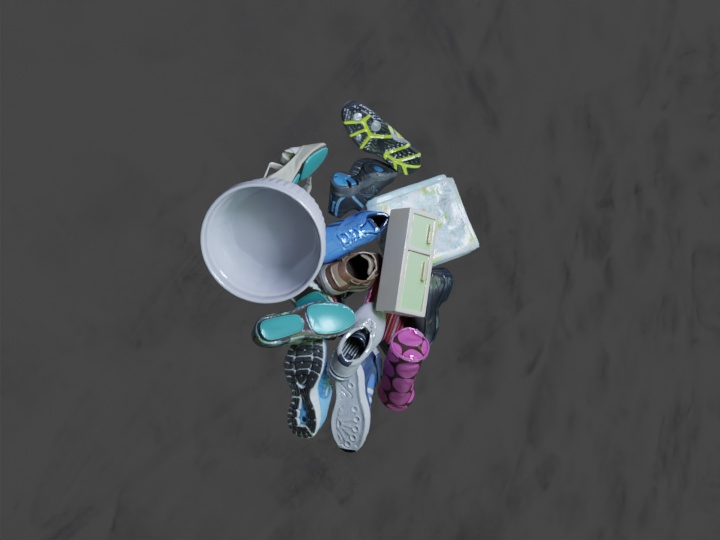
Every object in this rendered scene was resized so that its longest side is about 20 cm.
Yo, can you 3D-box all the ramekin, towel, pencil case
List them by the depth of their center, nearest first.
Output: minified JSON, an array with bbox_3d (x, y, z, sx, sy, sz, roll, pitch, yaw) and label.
[{"bbox_3d":[-0.150,-0.056,1.276,0.105,0.200,0.200,-70,151,-69],"label":"ramekin"},{"bbox_3d":[0.087,0.196,1.587,0.094,0.091,0.200,-36,156,-31],"label":"pencil case"},{"bbox_3d":[0.125,-0.091,1.601,0.200,0.048,0.171,-19,81,-14],"label":"towel"},{"bbox_3d":[0.072,0.084,1.636,0.200,0.022,0.145,34,70,-45],"label":"towel"}]

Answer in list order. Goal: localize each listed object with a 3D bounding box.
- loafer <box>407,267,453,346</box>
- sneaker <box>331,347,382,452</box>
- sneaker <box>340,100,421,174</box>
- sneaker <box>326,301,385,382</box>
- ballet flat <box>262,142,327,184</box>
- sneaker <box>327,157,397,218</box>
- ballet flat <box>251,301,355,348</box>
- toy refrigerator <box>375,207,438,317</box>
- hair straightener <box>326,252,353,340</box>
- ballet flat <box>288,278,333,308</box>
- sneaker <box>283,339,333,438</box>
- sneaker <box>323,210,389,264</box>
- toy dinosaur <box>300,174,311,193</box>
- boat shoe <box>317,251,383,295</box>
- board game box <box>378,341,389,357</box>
[{"bbox_3d":[0.123,0.086,1.616,0.072,0.073,0.200,5,105,-39],"label":"loafer"},{"bbox_3d":[0.004,0.243,1.562,0.146,0.080,0.200,-28,119,-63],"label":"sneaker"},{"bbox_3d":[0.033,-0.264,1.570,0.200,0.076,0.075,39,98,-28],"label":"sneaker"},{"bbox_3d":[0.006,0.125,1.473,0.073,0.071,0.200,34,46,-4],"label":"sneaker"},{"bbox_3d":[-0.124,-0.180,1.384,0.200,0.069,0.070,-56,133,-46],"label":"ballet flat"},{"bbox_3d":[-0.001,-0.165,1.549,0.200,0.073,0.082,-27,141,-48],"label":"sneaker"},{"bbox_3d":[-0.106,0.099,1.415,0.200,0.074,0.074,-4,98,-30],"label":"ballet flat"},{"bbox_3d":[0.092,-0.015,1.511,0.076,0.070,0.200,14,81,-35],"label":"toy refrigerator"},{"bbox_3d":[-0.046,0.032,1.533,0.077,0.041,0.200,-9,96,-55],"label":"hair straightener"},{"bbox_3d":[-0.108,0.025,1.434,0.200,0.072,0.072,46,60,-44],"label":"ballet flat"},{"bbox_3d":[-0.093,0.208,1.479,0.090,0.078,0.200,-7,103,-68],"label":"sneaker"},{"bbox_3d":[-0.018,-0.071,1.486,0.200,0.078,0.066,-31,100,-47],"label":"sneaker"},{"bbox_3d":[-0.134,-0.103,1.404,0.200,0.047,0.088,-34,112,-46],"label":"toy dinosaur"},{"bbox_3d":[0.000,0.000,1.481,0.200,0.072,0.076,-25,89,-59],"label":"boat shoe"},{"bbox_3d":[0.080,0.111,1.687,0.135,0.028,0.200,-56,132,-30],"label":"board game box"}]
